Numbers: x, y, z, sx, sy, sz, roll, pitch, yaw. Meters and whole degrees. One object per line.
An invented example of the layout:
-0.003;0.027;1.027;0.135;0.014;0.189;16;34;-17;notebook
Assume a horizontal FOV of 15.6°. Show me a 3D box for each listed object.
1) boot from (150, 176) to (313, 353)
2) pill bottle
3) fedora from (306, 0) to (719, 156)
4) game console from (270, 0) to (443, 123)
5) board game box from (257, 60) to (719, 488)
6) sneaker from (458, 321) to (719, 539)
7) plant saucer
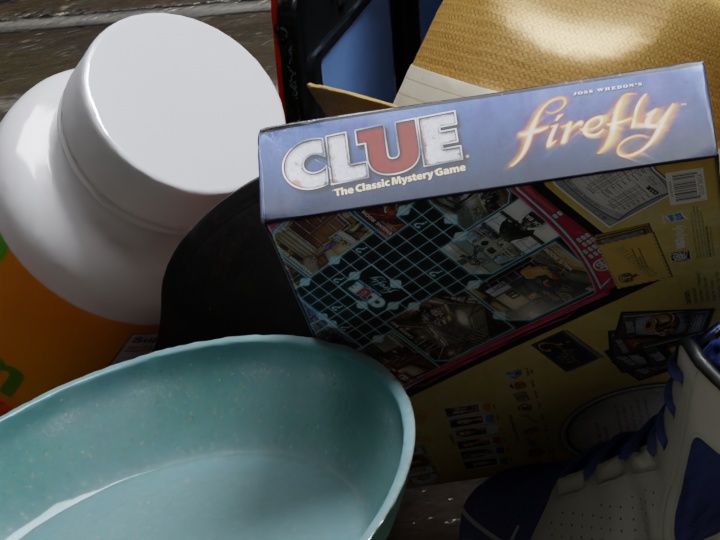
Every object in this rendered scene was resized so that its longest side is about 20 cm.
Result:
0.000;0.000;1.005;0.068;0.189;0.200;38;36;14;boot
-0.107;-0.010;1.040;0.111;0.111;0.200;-28;-15;-40;pill bottle
0.083;-0.065;0.927;0.200;0.082;0.201;15;5;-1;fedora
0.048;-0.072;1.194;0.118;0.201;0.172;7;32;20;game console
0.053;0.009;0.847;0.135;0.200;0.035;-8;61;7;board game box
0.116;0.057;0.829;0.080;0.116;0.199;-26;19;-39;sneaker
-0.072;0.090;0.777;0.199;0.036;0.200;-18;26;9;plant saucer
